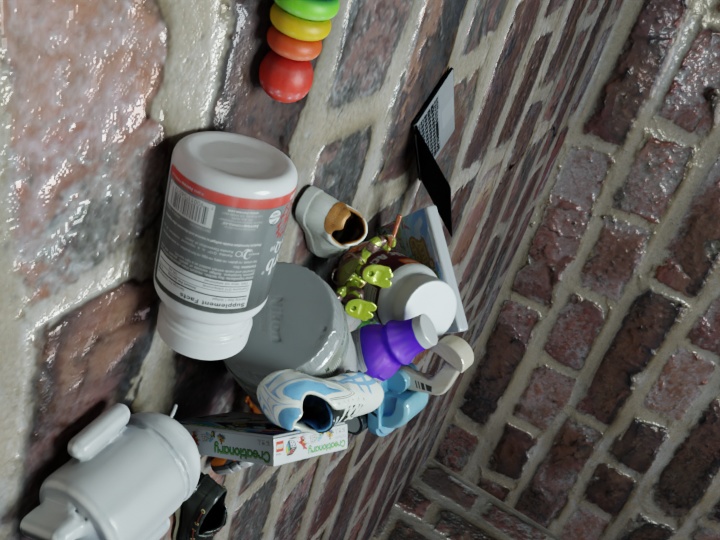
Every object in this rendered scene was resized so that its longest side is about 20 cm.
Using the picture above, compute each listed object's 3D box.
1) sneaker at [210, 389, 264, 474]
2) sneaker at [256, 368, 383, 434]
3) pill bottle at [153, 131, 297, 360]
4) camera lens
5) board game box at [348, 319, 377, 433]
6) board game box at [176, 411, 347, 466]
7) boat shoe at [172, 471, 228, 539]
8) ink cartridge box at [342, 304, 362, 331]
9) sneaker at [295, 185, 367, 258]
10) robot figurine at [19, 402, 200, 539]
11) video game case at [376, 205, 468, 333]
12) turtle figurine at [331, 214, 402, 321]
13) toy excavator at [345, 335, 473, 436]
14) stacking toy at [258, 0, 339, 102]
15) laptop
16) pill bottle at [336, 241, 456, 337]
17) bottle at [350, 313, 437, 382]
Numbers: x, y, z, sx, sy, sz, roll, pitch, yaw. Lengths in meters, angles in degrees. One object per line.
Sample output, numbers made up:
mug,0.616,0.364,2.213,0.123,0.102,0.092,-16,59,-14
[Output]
sneaker,-0.157,0.216,1.065,0.200,0.112,0.078,-31,-177,14
sneaker,-0.036,0.155,0.822,0.072,0.073,0.200,-50,147,19
pill bottle,-0.136,-0.021,0.696,0.116,0.116,0.201,-35,149,-54
camera lens,-0.090,0.097,0.924,0.160,0.160,0.200,-56,161,-19
board game box,0.011,0.159,1.227,0.200,0.029,0.135,-53,144,-32
board game box,-0.131,0.200,0.876,0.126,0.199,0.035,3,84,-51
boat shoe,-0.240,0.380,1.096,0.074,0.063,0.202,-48,159,-43
ink cartridge box,-0.055,0.115,1.202,0.117,0.067,0.200,-58,163,-11
sneaker,-0.029,-0.048,1.008,0.073,0.084,0.200,-61,165,-6
robot figurine,-0.248,0.225,0.754,0.200,0.112,0.170,-39,128,-49
video game case,0.097,0.008,1.188,0.022,0.201,0.182,-13,178,-26
turtle figurine,0.000,0.000,1.031,0.200,0.064,0.161,-49,-163,3
toy excavator,0.076,0.177,1.117,0.100,0.199,0.195,-26,123,-52
stacking toy,-0.054,-0.247,0.667,0.085,0.085,0.201,-39,157,-50
laptop,0.156,-0.200,1.245,0.200,0.116,0.187,-57,162,-15
pill bottle,0.054,0.032,1.130,0.114,0.200,0.115,-11,112,-28
bottle,0.014,0.120,1.028,0.199,0.084,0.065,-27,144,25
